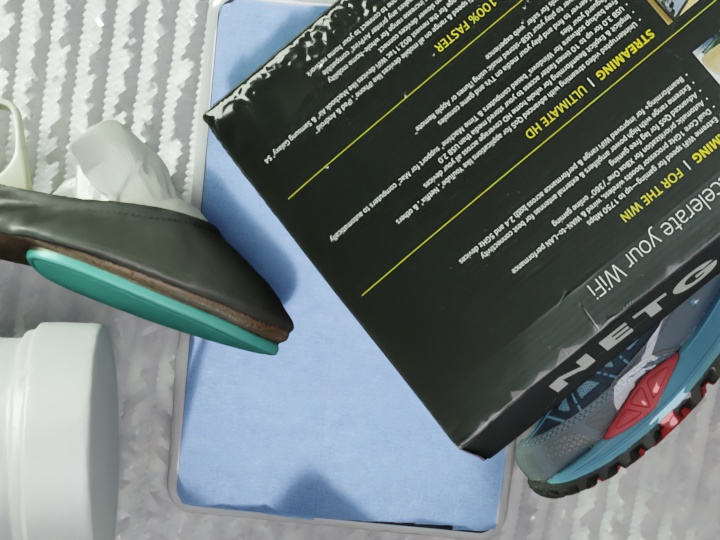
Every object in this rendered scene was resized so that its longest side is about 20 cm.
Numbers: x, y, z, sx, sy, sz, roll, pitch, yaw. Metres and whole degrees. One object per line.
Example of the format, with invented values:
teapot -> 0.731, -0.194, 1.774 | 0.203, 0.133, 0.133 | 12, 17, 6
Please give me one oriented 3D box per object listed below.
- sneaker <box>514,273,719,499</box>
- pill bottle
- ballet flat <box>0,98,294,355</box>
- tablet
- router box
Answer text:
sneaker -> 0.106, -0.012, 0.800 | 0.095, 0.079, 0.200 | 36, 97, 9
pill bottle -> -0.189, 0.066, 0.783 | 0.200, 0.116, 0.116 | 0, 104, 0
ballet flat -> -0.116, -0.024, 0.786 | 0.200, 0.068, 0.068 | 13, 82, -1
tablet -> 0.000, 0.000, 0.822 | 0.130, 0.014, 0.200 | 6, 103, -2
router box -> 0.069, -0.056, 0.746 | 0.200, 0.051, 0.149 | -39, 73, 7
